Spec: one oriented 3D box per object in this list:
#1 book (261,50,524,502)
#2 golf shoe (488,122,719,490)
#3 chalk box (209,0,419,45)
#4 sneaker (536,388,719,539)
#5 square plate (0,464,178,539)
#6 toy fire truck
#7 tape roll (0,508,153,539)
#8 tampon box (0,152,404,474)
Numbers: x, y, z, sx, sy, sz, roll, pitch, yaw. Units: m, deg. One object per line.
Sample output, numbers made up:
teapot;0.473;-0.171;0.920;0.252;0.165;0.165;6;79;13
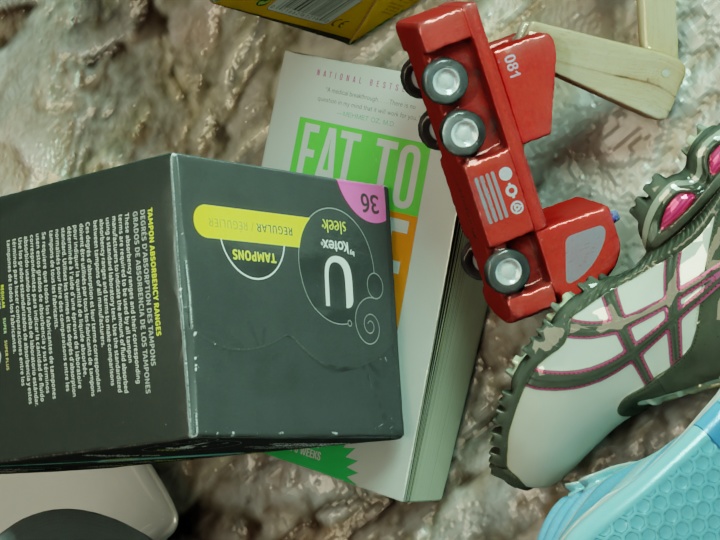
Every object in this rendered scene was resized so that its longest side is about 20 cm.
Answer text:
book;0.000;0.000;1.002;0.134;0.048;0.200;14;95;37
golf shoe;0.133;0.031;0.887;0.088;0.077;0.200;43;109;22
chalk box;-0.023;-0.234;0.992;0.124;0.124;0.200;-28;71;29
sneaker;0.152;0.089;0.868;0.200;0.131;0.080;-32;87;-10
square plate;-0.200;0.117;1.131;0.200;0.028;0.198;-43;63;23
toy fire truck;0.094;-0.090;0.917;0.141;0.049;0.200;-21;101;-8
tape roll;-0.129;0.217;0.965;0.066;0.200;0.200;-36;66;27
tampon box;-0.104;0.027;0.960;0.200;0.150;0.126;-10;81;38
